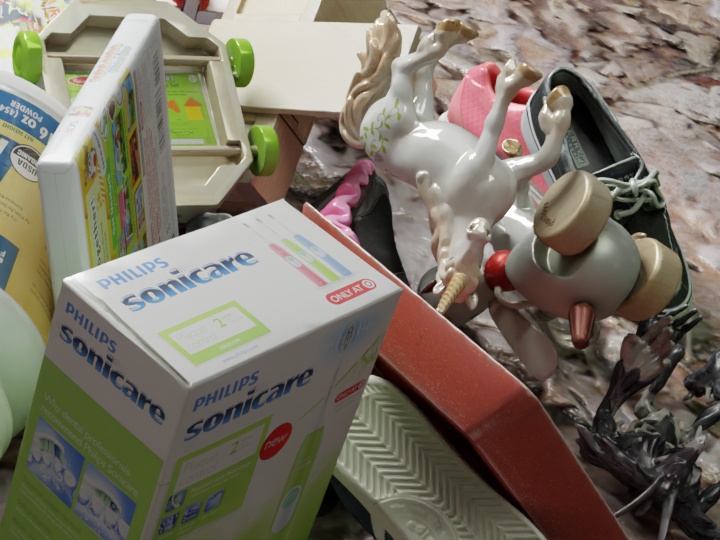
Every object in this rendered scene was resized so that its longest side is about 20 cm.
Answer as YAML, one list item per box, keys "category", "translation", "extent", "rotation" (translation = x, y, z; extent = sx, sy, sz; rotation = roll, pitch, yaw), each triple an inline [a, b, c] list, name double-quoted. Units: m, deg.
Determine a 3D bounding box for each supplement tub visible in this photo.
- category: "supplement tub"
  translation: [-0.220, 0.005, 0.859]
  extent: [0.144, 0.145, 0.200]
  rotation: [15, 46, -7]

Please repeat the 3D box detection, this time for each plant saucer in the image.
- category: "plant saucer"
  translation: [0.052, 0.074, 0.909]
  extent: [0.037, 0.200, 0.200]
  rotation: [-43, 48, -7]

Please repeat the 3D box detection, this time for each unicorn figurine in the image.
- category: "unicorn figurine"
  translation: [0.122, -0.029, 1.134]
  extent: [0.074, 0.137, 0.200]
  rotation: [-32, 53, -6]
- category: "unicorn figurine"
  translation: [0.056, -0.067, 0.981]
  extent: [0.074, 0.138, 0.200]
  rotation: [25, 12, -39]

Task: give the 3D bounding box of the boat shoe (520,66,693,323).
- category: "boat shoe"
  translation: [0.183, -0.056, 1.193]
  extent: [0.073, 0.068, 0.200]
  rotation: [-18, 73, -15]

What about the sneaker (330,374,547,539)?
- category: "sneaker"
  translation: [0.048, 0.142, 0.881]
  extent: [0.075, 0.085, 0.200]
  rotation: [-34, 81, -7]

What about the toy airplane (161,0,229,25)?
- category: "toy airplane"
  translation: [-0.143, -0.248, 1.253]
  extent: [0.199, 0.142, 0.200]
  rotation: [15, 12, 24]

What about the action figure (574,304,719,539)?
- category: "action figure"
  translation: [0.199, 0.086, 1.024]
  extent: [0.119, 0.102, 0.200]
  rotation: [32, 31, -2]

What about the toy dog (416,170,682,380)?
- category: "toy dog"
  translation: [0.106, 0.021, 1.027]
  extent: [0.132, 0.200, 0.097]
  rotation: [26, 60, -6]

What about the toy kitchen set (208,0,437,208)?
- category: "toy kitchen set"
  translation: [-0.005, -0.102, 1.173]
  extent: [0.163, 0.180, 0.200]
  rotation: [6, 63, 30]

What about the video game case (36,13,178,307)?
- category: "video game case"
  translation: [-0.131, -0.012, 0.905]
  extent: [0.023, 0.201, 0.182]
  rotation: [3, 32, 6]

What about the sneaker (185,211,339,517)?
- category: "sneaker"
  translation: [-0.061, 0.053, 0.967]
  extent: [0.060, 0.104, 0.200]
  rotation: [31, 52, -50]

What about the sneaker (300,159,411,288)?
- category: "sneaker"
  translation: [0.000, 0.000, 1.090]
  extent: [0.095, 0.079, 0.200]
  rotation: [42, 25, -15]

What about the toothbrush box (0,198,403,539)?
- category: "toothbrush box"
  translation: [-0.081, 0.084, 0.783]
  extent: [0.086, 0.200, 0.145]
  rotation: [36, 35, 25]

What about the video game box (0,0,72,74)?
- category: "video game box"
  translation: [-0.229, -0.107, 1.052]
  extent: [0.182, 0.047, 0.200]
  rotation: [-10, 67, -33]

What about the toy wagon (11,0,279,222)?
- category: "toy wagon"
  translation: [-0.141, -0.122, 1.053]
  extent: [0.155, 0.040, 0.201]
  rotation: [-2, 62, -28]

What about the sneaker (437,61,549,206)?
- category: "sneaker"
  translation: [0.149, -0.090, 1.268]
  extent: [0.200, 0.087, 0.074]
  rotation: [31, 31, 17]
